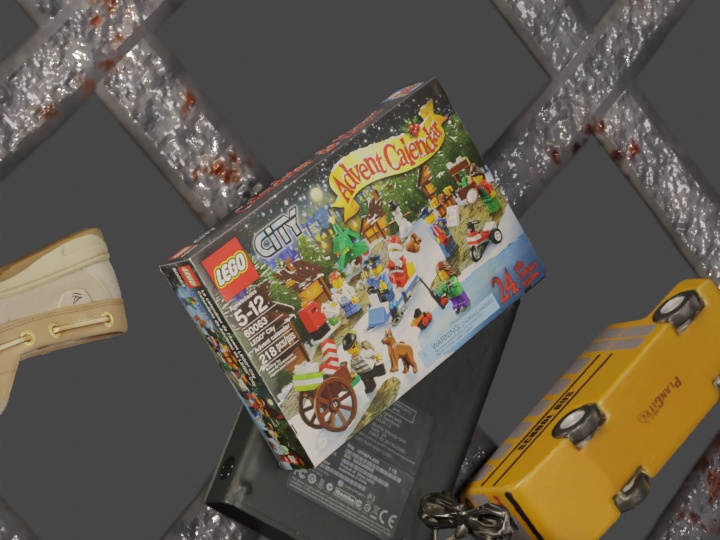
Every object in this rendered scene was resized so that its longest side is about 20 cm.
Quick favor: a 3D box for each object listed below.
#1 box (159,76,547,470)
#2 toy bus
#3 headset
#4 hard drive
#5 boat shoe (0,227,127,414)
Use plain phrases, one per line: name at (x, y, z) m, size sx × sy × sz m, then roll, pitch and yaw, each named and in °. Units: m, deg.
box at (0.000, 0.000, 1.330) m, size 0.200 × 0.038 × 0.137 m, roll -38°, pitch 105°, yaw -30°
toy bus at (0.154, 0.090, 1.435) m, size 0.200 × 0.078 × 0.065 m, roll -46°, pitch 108°, yaw -29°
headset at (0.081, 0.209, 1.355) m, size 0.124 × 0.094 × 0.200 m, roll -47°, pitch 125°, yaw -37°
hard drive at (0.006, 0.073, 1.367) m, size 0.139 × 0.033 × 0.200 m, roll 31°, pitch 69°, yaw -26°
boat shoe at (-0.200, 0.044, 1.211) m, size 0.200 × 0.074 × 0.069 m, roll -29°, pitch 94°, yaw -33°
